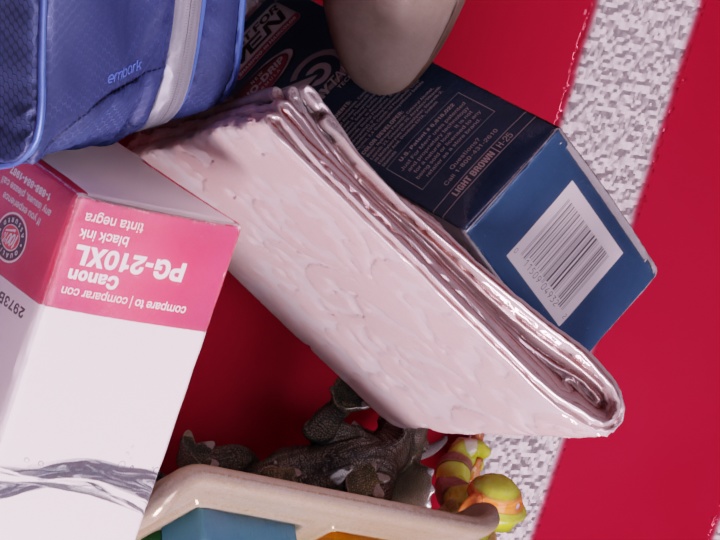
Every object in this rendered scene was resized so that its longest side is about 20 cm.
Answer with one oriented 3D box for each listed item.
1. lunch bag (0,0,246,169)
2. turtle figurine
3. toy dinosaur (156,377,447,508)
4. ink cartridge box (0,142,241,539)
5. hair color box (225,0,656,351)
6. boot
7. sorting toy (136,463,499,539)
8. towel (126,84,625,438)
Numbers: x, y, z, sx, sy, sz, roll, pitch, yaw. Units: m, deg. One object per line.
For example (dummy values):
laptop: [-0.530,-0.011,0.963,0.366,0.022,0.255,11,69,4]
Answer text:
lunch bag: [-0.118,-0.151,1.075,0.132,0.135,0.201,-22,126,-47]
turtle figurine: [0.041,0.156,1.349,0.064,0.200,0.162,15,123,-20]
toy dinosaur: [-0.038,0.103,1.303,0.199,0.077,0.102,-19,153,-15]
ink cartridge box: [-0.146,0.044,1.146,0.084,0.145,0.201,11,104,-39]
hair color box: [0.025,-0.043,1.198,0.061,0.200,0.100,-47,132,-10]
boot: [-0.012,-0.147,1.063,0.146,0.070,0.201,-35,133,-58]
sorting toy: [-0.064,0.139,1.256,0.199,0.037,0.185,9,150,-42]
towel: [0.000,0.000,1.167,0.191,0.200,0.032,44,74,-15]
